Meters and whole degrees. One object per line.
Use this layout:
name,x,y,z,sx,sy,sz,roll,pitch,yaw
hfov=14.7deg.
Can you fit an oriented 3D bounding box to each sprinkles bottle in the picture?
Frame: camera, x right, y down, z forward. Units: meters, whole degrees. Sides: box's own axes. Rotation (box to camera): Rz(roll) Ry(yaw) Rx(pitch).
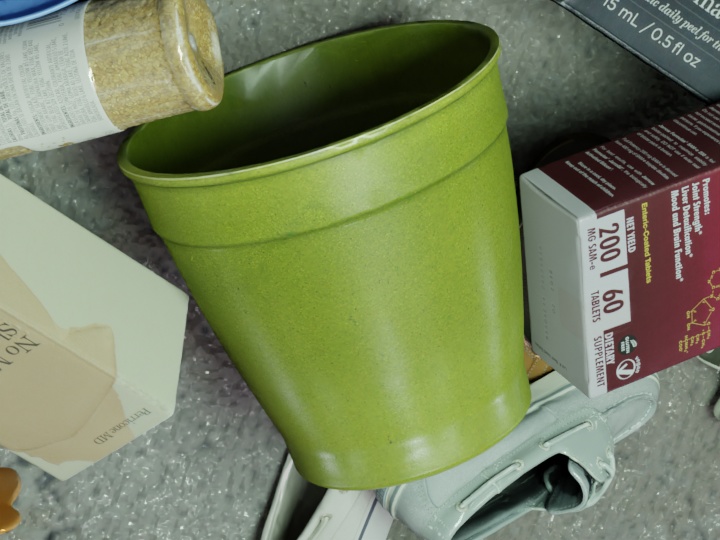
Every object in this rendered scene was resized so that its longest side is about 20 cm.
sprinkles bottle,-0.169,-0.088,1.357,0.199,0.068,0.068,-14,119,14

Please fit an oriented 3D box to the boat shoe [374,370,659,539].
boat shoe,0.101,0.107,1.538,0.200,0.072,0.070,-20,145,-35

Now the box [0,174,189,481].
box,-0.187,0.013,1.353,0.200,0.078,0.095,33,132,-30

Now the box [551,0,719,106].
box,0.206,-0.192,1.477,0.196,0.117,0.200,30,98,-29

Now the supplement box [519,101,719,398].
supplement box,0.183,-0.023,1.425,0.199,0.061,0.109,-21,124,-22

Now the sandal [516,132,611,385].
sandal,0.103,0.021,1.560,0.081,0.055,0.201,16,111,-26

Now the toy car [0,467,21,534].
toy car,-0.265,0.147,1.408,0.200,0.176,0.185,-27,116,-35

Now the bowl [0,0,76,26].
bowl,-0.182,-0.215,1.302,0.200,0.039,0.202,-7,114,-16

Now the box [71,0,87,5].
box,-0.125,-0.227,1.369,0.157,0.051,0.200,-31,119,-5

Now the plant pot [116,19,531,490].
plant pot,0.000,0.000,1.413,0.200,0.200,0.194,-21,109,-12

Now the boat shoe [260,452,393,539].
boat shoe,-0.009,0.088,1.542,0.065,0.072,0.201,6,118,-28

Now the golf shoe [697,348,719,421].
golf shoe,0.217,0.010,1.592,0.088,0.077,0.200,-29,119,1
